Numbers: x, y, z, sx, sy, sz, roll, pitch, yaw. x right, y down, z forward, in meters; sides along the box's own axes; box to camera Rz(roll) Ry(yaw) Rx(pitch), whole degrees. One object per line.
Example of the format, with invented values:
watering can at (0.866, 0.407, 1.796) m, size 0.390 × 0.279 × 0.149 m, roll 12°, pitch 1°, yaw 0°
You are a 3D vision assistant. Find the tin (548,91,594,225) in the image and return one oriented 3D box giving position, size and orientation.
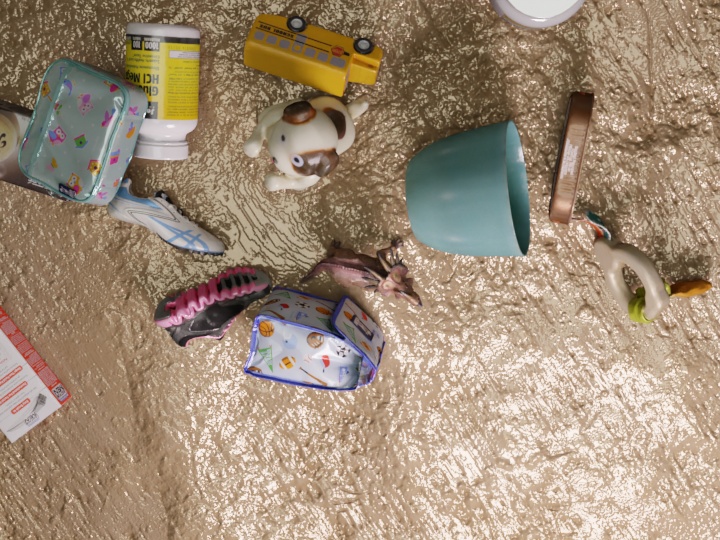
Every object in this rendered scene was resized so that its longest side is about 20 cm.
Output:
tin at (0.315, -0.169, 1.674) m, size 0.042 × 0.112 × 0.201 m, roll 10°, pitch 101°, yaw 3°

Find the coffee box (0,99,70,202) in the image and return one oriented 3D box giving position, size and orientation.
coffee box at (-0.526, -0.193, 1.751) m, size 0.199 × 0.080 × 0.114 m, roll 18°, pitch 101°, yaw 1°

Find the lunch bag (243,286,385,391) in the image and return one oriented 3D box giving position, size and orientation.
lunch bag at (-0.063, 0.108, 1.728) m, size 0.199 × 0.170 × 0.125 m, roll 15°, pitch 106°, yaw 3°

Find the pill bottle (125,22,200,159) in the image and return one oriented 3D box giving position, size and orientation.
pill bottle at (-0.303, -0.274, 1.701) m, size 0.112 × 0.112 × 0.202 m, roll 4°, pitch 101°, yaw 4°

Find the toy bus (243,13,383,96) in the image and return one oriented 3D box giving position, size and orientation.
toy bus at (-0.070, -0.323, 1.682) m, size 0.199 × 0.065 × 0.079 m, roll 18°, pitch 62°, yaw 1°

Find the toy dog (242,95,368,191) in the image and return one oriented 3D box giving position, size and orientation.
toy dog at (-0.075, -0.189, 1.655) m, size 0.193 × 0.200 × 0.140 m, roll -17°, pitch 100°, yaw 8°

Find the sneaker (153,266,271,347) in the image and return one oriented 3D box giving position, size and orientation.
sneaker at (-0.227, 0.064, 1.791) m, size 0.199 × 0.079 × 0.096 m, roll -20°, pitch 120°, yaw 9°

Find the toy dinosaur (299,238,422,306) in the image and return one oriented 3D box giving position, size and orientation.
toy dinosaur at (0.000, 0.000, 1.718) m, size 0.198 × 0.136 × 0.086 m, roll 3°, pitch 101°, yaw 4°

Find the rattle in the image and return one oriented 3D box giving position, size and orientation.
rattle at (0.432, -0.031, 1.715) m, size 0.142 × 0.130 × 0.201 m, roll -31°, pitch 70°, yaw -1°

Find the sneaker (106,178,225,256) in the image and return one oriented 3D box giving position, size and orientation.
sneaker at (-0.302, -0.080, 1.762) m, size 0.199 × 0.072 × 0.073 m, roll 27°, pitch 93°, yaw -4°

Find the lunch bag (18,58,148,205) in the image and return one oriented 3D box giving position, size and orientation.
lunch bag at (-0.417, -0.203, 1.648) m, size 0.160 × 0.077 × 0.201 m, roll 26°, pitch 100°, yaw 14°

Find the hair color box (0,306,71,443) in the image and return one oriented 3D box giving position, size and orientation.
hair color box at (-0.585, 0.168, 1.833) m, size 0.111 × 0.064 × 0.200 m, roll -36°, pitch 95°, yaw 9°

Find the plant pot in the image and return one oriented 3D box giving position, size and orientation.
plant pot at (0.157, -0.112, 1.660) m, size 0.160 × 0.201 × 0.202 m, roll -6°, pitch 100°, yaw 17°

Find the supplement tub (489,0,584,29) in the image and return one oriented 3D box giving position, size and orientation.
supplement tub at (0.253, -0.418, 1.586) m, size 0.143 × 0.200 × 0.146 m, roll 1°, pitch 101°, yaw 4°
